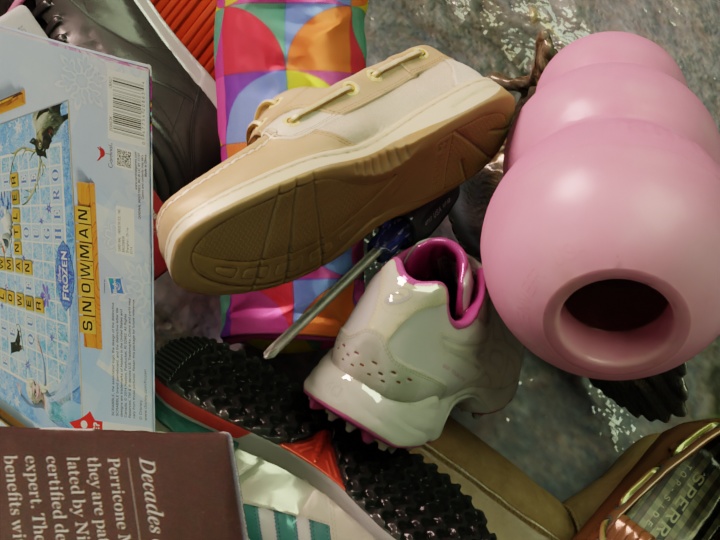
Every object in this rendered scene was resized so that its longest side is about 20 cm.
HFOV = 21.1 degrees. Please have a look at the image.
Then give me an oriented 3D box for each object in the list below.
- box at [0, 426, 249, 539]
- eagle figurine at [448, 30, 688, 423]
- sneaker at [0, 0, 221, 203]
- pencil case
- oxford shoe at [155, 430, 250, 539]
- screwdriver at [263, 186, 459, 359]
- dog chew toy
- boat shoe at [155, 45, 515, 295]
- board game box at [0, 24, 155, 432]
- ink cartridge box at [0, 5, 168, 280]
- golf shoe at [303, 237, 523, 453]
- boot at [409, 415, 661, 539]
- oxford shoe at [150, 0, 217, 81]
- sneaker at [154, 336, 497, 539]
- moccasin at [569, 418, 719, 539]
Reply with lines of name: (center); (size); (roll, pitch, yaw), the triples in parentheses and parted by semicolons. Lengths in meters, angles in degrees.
box: (-0.159, 0.163, 0.744); (0.200, 0.166, 0.164); (4, 61, -31)
eagle figurine: (0.110, -0.026, 1.063); (0.152, 0.151, 0.200); (10, 61, -16)
sneaker: (-0.150, -0.103, 0.997); (0.200, 0.071, 0.099); (47, 42, -3)
pencil case: (-0.032, -0.058, 0.988); (0.088, 0.088, 0.200); (3, 86, -31)
oxford shoe: (-0.055, 0.152, 0.826); (0.058, 0.075, 0.200); (-7, 47, -26)
screwdriver: (0.000, 0.000, 0.937); (0.028, 0.029, 0.200); (29, 40, 12)
dog chew toy: (0.122, -0.042, 0.932); (0.125, 0.125, 0.200); (26, 40, -16)
boat shoe: (-0.020, -0.052, 0.912); (0.200, 0.074, 0.069); (-25, 56, -33)
board game box: (-0.176, -0.011, 0.804); (0.199, 0.041, 0.200); (13, 67, -41)
ink cartridge box: (-0.195, -0.006, 0.875); (0.146, 0.083, 0.200); (56, 46, -10)
golf shoe: (0.045, 0.025, 0.948); (0.075, 0.092, 0.200); (27, 18, 14)
boot: (0.071, 0.104, 1.007); (0.200, 0.066, 0.175); (35, 47, -6)
oxford shoe: (-0.053, -0.101, 1.077); (0.200, 0.071, 0.073); (47, 18, 7)
sneaker: (-0.028, 0.118, 0.912); (0.200, 0.093, 0.070); (33, 28, 1)
moccasin: (0.140, 0.149, 0.939); (0.074, 0.078, 0.201); (47, 59, 0)
